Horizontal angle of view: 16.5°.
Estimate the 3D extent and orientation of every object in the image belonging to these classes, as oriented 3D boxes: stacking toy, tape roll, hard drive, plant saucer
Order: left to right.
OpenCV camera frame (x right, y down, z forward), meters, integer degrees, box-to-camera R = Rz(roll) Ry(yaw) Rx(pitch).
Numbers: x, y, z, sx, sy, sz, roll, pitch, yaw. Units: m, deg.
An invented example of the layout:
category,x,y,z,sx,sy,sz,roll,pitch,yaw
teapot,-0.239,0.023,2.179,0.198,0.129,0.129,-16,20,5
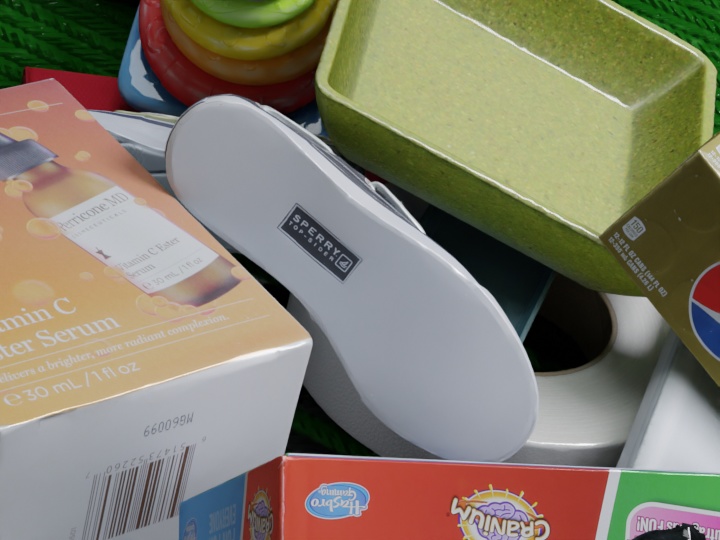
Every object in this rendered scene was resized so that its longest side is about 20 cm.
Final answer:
category,x,y,z,sx,sy,sz,roll,pitch,yaw
stacking toy,-0.051,-0.148,1.170,0.115,0.200,0.110,16,68,3
tape roll,0.064,0.029,1.161,0.201,0.037,0.203,10,36,-7
plant saucer,0.065,-0.018,1.178,0.069,0.019,0.200,21,36,8
plant saucer,0.070,-0.078,1.179,0.199,0.048,0.201,28,37,-10
hard drive,0.186,0.080,1.107,0.132,0.027,0.200,38,36,-5

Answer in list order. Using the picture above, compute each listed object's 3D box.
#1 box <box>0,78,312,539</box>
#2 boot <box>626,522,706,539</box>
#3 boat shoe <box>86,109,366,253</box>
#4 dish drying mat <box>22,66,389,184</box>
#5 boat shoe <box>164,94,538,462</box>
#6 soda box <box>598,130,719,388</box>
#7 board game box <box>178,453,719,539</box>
category,x,y,z,sx,sy,sz,roll,pitch,yaw
box,-0.143,0.028,1.023,0.152,0.107,0.200,-17,46,-37
boot,0.044,0.145,0.824,0.199,0.168,0.077,13,41,-29
boat shoe,-0.093,-0.039,1.164,0.198,0.073,0.062,6,12,6
dish drying mat,-0.072,-0.066,1.258,0.198,0.018,0.077,6,37,-11
boat shoe,0.000,0.000,1.066,0.200,0.072,0.068,41,14,0
soda box,0.198,0.035,1.072,0.200,0.068,0.064,51,35,4
board game box,0.045,0.100,0.920,0.198,0.153,0.041,4,78,-16
